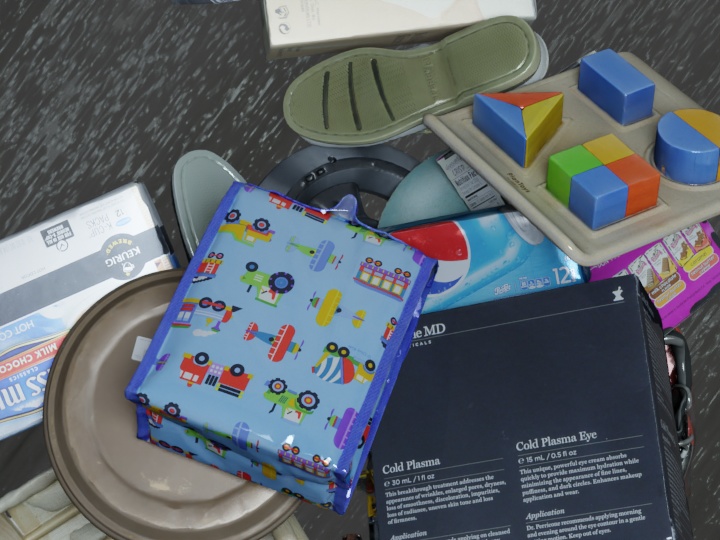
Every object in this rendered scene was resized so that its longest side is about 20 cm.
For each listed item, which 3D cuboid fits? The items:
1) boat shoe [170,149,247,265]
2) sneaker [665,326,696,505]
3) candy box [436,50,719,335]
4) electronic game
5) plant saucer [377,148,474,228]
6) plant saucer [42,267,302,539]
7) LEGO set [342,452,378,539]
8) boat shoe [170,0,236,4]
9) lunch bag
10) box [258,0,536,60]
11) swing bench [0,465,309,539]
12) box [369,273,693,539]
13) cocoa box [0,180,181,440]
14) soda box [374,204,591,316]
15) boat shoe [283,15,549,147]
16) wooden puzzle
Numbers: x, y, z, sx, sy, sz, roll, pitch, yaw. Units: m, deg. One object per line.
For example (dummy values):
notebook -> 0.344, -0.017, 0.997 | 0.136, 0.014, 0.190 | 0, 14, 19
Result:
boat shoe -> -0.095, 0.009, 1.460 | 0.075, 0.060, 0.201 | -22, 89, -33
sneaker -> 0.218, 0.135, 1.478 | 0.077, 0.082, 0.201 | -2, 90, -5
candy box -> 0.168, -0.040, 1.434 | 0.136, 0.061, 0.201 | -34, 93, -25
electronic game -> 0.000, 0.000, 1.457 | 0.199, 0.042, 0.201 | 5, 76, -22
plant saucer -> 0.108, -0.001, 1.457 | 0.200, 0.039, 0.202 | 5, 77, -20
plant saucer -> -0.116, 0.093, 1.319 | 0.199, 0.029, 0.201 | 0, 76, -1
LEGO set -> 0.076, 0.173, 1.430 | 0.199, 0.154, 0.116 | -1, 118, 6
boat shoe -> -0.118, -0.296, 1.456 | 0.067, 0.072, 0.201 | -3, 85, 24
lunch bag -> -0.044, 0.034, 1.284 | 0.150, 0.094, 0.201 | 20, 67, 7
box -> 0.024, -0.209, 1.454 | 0.199, 0.095, 0.078 | -7, 91, -4
swing bench -> -0.143, 0.211, 1.412 | 0.198, 0.200, 0.130 | -32, 134, -3
box -> 0.112, 0.119, 1.319 | 0.199, 0.104, 0.183 | -10, 69, 15
cocoa box -> -0.223, 0.034, 1.413 | 0.199, 0.133, 0.132 | -23, 93, -5
soda box -> 0.056, -0.004, 1.360 | 0.199, 0.068, 0.065 | -11, 95, 12
boat shoe -> 0.044, -0.130, 1.441 | 0.199, 0.068, 0.075 | -11, 75, 18
wooden puzzle -> 0.170, -0.091, 1.330 | 0.199, 0.185, 0.047 | -17, 132, -27
